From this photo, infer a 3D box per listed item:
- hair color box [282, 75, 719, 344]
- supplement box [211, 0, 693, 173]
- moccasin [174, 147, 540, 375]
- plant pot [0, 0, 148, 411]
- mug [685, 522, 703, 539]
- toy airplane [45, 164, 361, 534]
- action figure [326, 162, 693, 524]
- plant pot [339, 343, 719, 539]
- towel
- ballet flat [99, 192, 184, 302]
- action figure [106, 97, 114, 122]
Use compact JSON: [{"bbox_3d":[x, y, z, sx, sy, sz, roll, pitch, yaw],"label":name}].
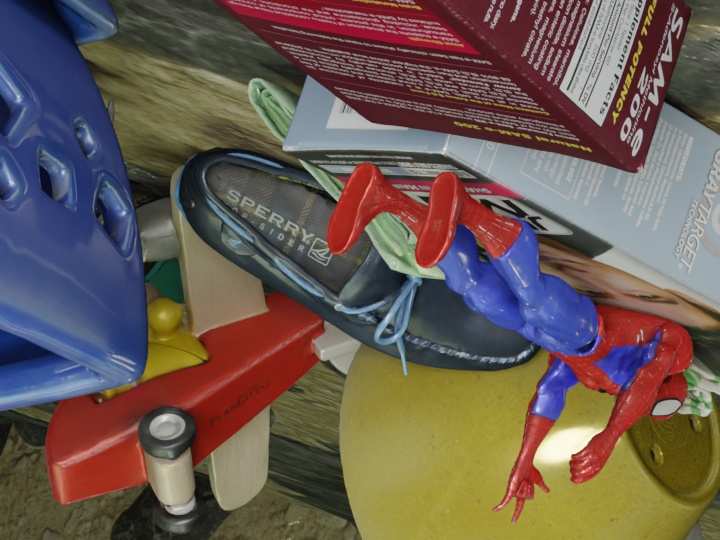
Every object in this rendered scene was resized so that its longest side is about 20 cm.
[{"bbox_3d":[0.081,-0.032,0.890,0.200,0.061,0.099,25,168,-35],"label":"hair color box"},{"bbox_3d":[0.004,-0.097,0.680,0.109,0.061,0.200,14,168,35],"label":"supplement box"},{"bbox_3d":[0.000,0.000,1.163,0.199,0.081,0.068,19,172,-4],"label":"moccasin"},{"bbox_3d":[-0.208,-0.054,0.888,0.199,0.180,0.200,-11,156,29],"label":"plant pot"},{"bbox_3d":[0.157,0.182,1.746,0.175,0.148,0.200,21,-157,-53],"label":"mug"},{"bbox_3d":[-0.085,0.040,1.316,0.141,0.201,0.199,31,-171,32],"label":"toy airplane"},{"bbox_3d":[0.061,0.040,0.880,0.065,0.099,0.200,12,170,42],"label":"action figure"},{"bbox_3d":[0.107,0.096,1.250,0.142,0.201,0.200,-23,144,37],"label":"plant pot"},{"bbox_3d":[0.055,-0.008,1.014,0.200,0.023,0.153,25,-165,-39],"label":"towel"},{"bbox_3d":[-0.142,-0.015,1.434,0.075,0.068,0.200,35,173,4],"label":"ballet flat"},{"bbox_3d":[-0.186,-0.083,1.126,0.130,0.070,0.200,7,169,26],"label":"action figure"}]
